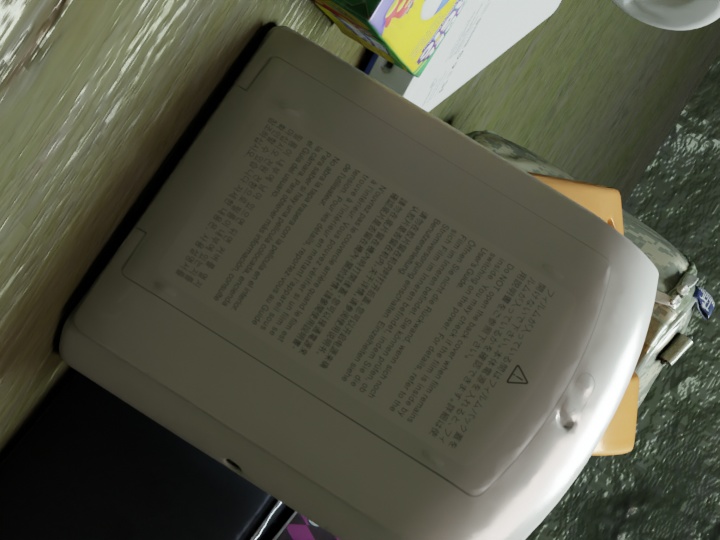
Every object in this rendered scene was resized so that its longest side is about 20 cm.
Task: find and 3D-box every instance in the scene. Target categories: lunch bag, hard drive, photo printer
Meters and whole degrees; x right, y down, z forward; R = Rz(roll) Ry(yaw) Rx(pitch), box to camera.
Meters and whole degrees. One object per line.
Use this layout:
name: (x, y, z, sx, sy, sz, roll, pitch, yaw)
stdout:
lunch bag: (0.109, 0.009, 1.611, 0.140, 0.200, 0.168, -58, 173, -7)
hard drive: (0.068, -0.145, 1.327, 0.200, 0.025, 0.132, -41, 165, -48)
photo printer: (0.007, 0.019, 1.037, 0.167, 0.200, 0.069, -57, 172, -15)

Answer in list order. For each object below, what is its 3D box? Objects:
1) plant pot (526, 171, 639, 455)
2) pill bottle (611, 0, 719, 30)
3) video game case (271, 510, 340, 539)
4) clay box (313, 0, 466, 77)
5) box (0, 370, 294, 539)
plant pot: (0.063, 0.012, 1.424, 0.200, 0.199, 0.141, -5, 106, -80)
pill bottle: (0.231, -0.253, 1.680, 0.200, 0.112, 0.112, -51, 169, -38)
video game case: (-0.058, 0.189, 1.113, 0.181, 0.036, 0.200, -49, 168, -49)
clay box: (0.029, -0.147, 1.089, 0.115, 0.048, 0.200, -58, 171, 2)
box: (-0.104, 0.134, 1.128, 0.148, 0.104, 0.200, -52, 169, -34)
